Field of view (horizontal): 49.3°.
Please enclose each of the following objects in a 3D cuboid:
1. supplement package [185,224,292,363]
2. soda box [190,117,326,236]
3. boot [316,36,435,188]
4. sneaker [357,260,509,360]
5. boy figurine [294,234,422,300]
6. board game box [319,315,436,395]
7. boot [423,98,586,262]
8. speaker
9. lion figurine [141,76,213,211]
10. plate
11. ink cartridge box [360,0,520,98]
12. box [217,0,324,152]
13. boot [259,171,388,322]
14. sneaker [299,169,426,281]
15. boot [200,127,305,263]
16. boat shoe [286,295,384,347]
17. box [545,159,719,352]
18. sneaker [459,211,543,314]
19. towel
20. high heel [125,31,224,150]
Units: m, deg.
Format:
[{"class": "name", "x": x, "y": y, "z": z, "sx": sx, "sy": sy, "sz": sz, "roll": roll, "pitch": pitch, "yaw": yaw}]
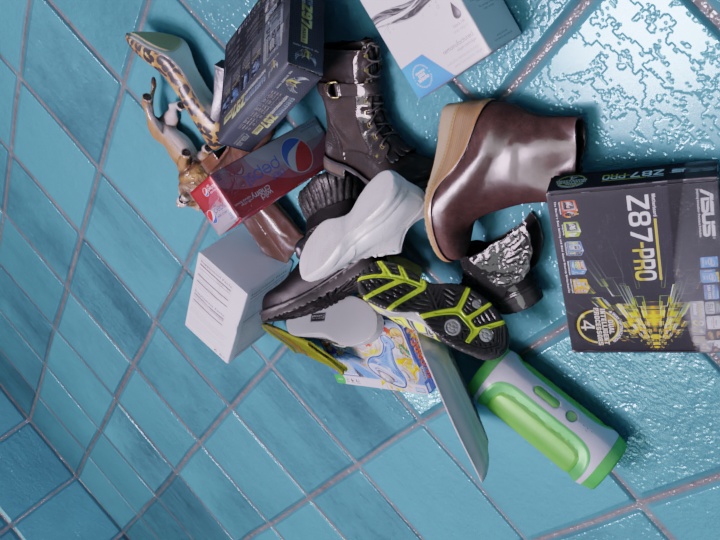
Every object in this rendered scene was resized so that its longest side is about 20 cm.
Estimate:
[{"class": "supplement package", "x": -0.207, "y": 0.039, "z": 1.313, "sx": 0.110, "sy": 0.114, "sz": 0.200, "roll": 39, "pitch": 139, "yaw": 14}, {"class": "soda box", "x": -0.121, "y": -0.127, "z": 1.030, "sx": 0.063, "sy": 0.200, "sz": 0.070, "roll": -25, "pitch": 101, "yaw": 50}, {"class": "boot", "x": 0.015, "y": -0.193, "z": 0.954, "sx": 0.200, "sy": 0.069, "sz": 0.174, "roll": 16, "pitch": 124, "yaw": 31}, {"class": "sneaker", "x": 0.094, "y": 0.048, "z": 0.976, "sx": 0.200, "sy": 0.075, "sz": 0.076, "roll": 28, "pitch": 171, "yaw": 13}, {"class": "boy figurine", "x": 0.000, "y": 0.000, "z": 1.120, "sx": 0.200, "sy": 0.064, "sz": 0.124, "roll": 17, "pitch": 127, "yaw": 39}, {"class": "board game box", "x": 0.019, "y": 0.119, "z": 1.213, "sx": 0.200, "sy": 0.034, "sz": 0.135, "roll": -2, "pitch": 118, "yaw": 46}, {"class": "boot", "x": 0.158, "y": -0.087, "z": 0.872, "sx": 0.166, "sy": 0.072, "sz": 0.200, "roll": 18, "pitch": 118, "yaw": 34}, {"class": "speaker", "x": 0.238, "y": 0.187, "z": 1.011, "sx": 0.200, "sy": 0.088, "sz": 0.088, "roll": 39, "pitch": 140, "yaw": 16}, {"class": "lion figurine", "x": -0.295, "y": -0.200, "z": 1.264, "sx": 0.200, "sy": 0.072, "sz": 0.122, "roll": 63, "pitch": 155, "yaw": 9}, {"class": "plate", "x": 0.123, "y": 0.152, "z": 1.057, "sx": 0.032, "sy": 0.200, "sz": 0.200, "roll": -24, "pitch": 106, "yaw": 6}, {"class": "ink cartridge box", "x": 0.063, "y": -0.299, "z": 0.821, "sx": 0.116, "sy": 0.068, "sz": 0.200, "roll": -24, "pitch": 100, "yaw": 50}, {"class": "box", "x": -0.112, "y": -0.260, "z": 0.968, "sx": 0.200, "sy": 0.051, "sz": 0.158, "roll": -33, "pitch": 50, "yaw": 51}, {"class": "boot", "x": -0.067, "y": -0.031, "z": 1.073, "sx": 0.211, "sy": 0.079, "sz": 0.158, "roll": -28, "pitch": 74, "yaw": 19}, {"class": "sneaker", "x": 0.007, "y": -0.036, "z": 0.963, "sx": 0.088, "sy": 0.075, "sz": 0.200, "roll": 25, "pitch": 135, "yaw": -33}, {"class": "boot", "x": -0.132, "y": -0.112, "z": 1.168, "sx": 0.186, "sy": 0.064, "sz": 0.200, "roll": -21, "pitch": 106, "yaw": 51}, {"class": "boat shoe", "x": -0.026, "y": 0.077, "z": 1.151, "sx": 0.200, "sy": 0.064, "sz": 0.071, "roll": 2, "pitch": 76, "yaw": 50}, {"class": "box", "x": 0.288, "y": -0.007, "z": 0.809, "sx": 0.161, "sy": 0.049, "sz": 0.200, "roll": -3, "pitch": 118, "yaw": 24}, {"class": "sneaker", "x": 0.153, "y": 0.006, "z": 0.980, "sx": 0.200, "sy": 0.060, "sz": 0.104, "roll": -20, "pitch": 103, "yaw": 46}, {"class": "towel", "x": -0.095, "y": 0.124, "z": 1.269, "sx": 0.086, "sy": 0.018, "sz": 0.200, "roll": 37, "pitch": 169, "yaw": -24}, {"class": "high heel", "x": -0.275, "y": -0.269, "z": 1.172, "sx": 0.200, "sy": 0.071, "sz": 0.143, "roll": 26, "pitch": 129, "yaw": 16}]
